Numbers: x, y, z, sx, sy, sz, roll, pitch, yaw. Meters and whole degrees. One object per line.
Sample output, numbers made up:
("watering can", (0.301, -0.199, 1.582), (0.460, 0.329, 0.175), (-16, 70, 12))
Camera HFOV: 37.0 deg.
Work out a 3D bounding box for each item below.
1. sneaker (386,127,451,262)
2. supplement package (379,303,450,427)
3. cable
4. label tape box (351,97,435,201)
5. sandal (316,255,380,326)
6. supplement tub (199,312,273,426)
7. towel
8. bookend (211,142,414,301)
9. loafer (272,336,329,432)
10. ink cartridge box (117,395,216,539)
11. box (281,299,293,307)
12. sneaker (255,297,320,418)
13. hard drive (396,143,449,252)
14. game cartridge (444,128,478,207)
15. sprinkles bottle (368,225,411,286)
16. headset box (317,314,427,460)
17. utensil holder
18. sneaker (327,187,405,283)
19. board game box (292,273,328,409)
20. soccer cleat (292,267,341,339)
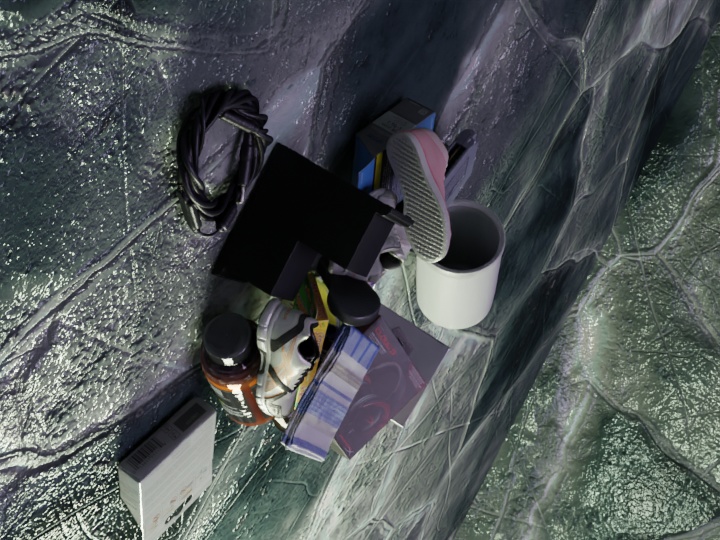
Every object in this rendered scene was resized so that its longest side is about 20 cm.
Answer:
("sneaker", (0.105, -0.121, 1.627), (0.104, 0.074, 0.204), (-33, 109, -56))
("supplement package", (0.028, 0.148, 1.837), (0.157, 0.198, 0.111), (-57, 176, -7))
("cable", (-0.164, -0.140, 1.311), (0.164, 0.050, 0.201), (-50, 155, -25))
("label tape box", (0.030, -0.159, 1.683), (0.199, 0.063, 0.146), (-40, 150, -37))
("sandal", (-0.019, 0.036, 1.526), (0.201, 0.075, 0.044), (-112, -145, -66))
("supplement tub", (-0.171, 0.140, 1.555), (0.107, 0.106, 0.201), (-51, 156, -21))
("towel", (-0.040, 0.183, 1.584), (0.202, 0.024, 0.147), (-62, 153, -8))
("bookend", (-0.065, -0.034, 1.455), (0.201, 0.198, 0.092), (-62, 157, 4))
("loafer", (-0.077, 0.175, 1.734), (0.202, 0.072, 0.071), (-57, 158, -3))
("ink cartridge box", (-0.285, 0.302, 1.596), (0.162, 0.057, 0.202), (-43, 160, -37))
("box", (-0.116, 0.127, 1.744), (0.039, 0.041, 0.202), (-40, 149, -38))
("sneaker", (-0.098, 0.133, 1.475), (0.074, 0.079, 0.202), (-58, 158, -45))
("hard drive", (0.104, -0.134, 1.906), (0.203, 0.037, 0.139), (-63, 158, 8))
("game cartridge", (0.134, -0.136, 1.851), (0.201, 0.040, 0.134), (-51, 161, -25))
("sprinkles bottle", (0.000, 0.000, 1.717), (0.200, 0.069, 0.068), (-46, 165, 29))
("headset box", (0.000, 0.171, 1.701), (0.199, 0.075, 0.150), (-41, 113, -16))
("utensil holder", (0.186, -0.008, 2.070), (0.170, 0.169, 0.201), (-48, 157, -27))
("sneaker", (0.026, -0.042, 1.575), (0.201, 0.098, 0.079), (-59, 175, -47))
("board game box", (-0.081, 0.097, 1.557), (0.029, 0.096, 0.202), (-4, 133, -17))
("soccer cleat", (-0.079, 0.043, 1.630), (0.084, 0.065, 0.200), (-52, 135, 0))
